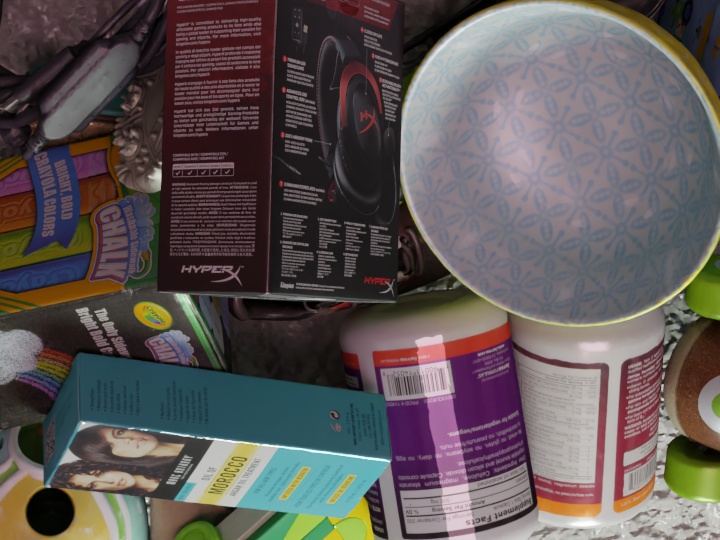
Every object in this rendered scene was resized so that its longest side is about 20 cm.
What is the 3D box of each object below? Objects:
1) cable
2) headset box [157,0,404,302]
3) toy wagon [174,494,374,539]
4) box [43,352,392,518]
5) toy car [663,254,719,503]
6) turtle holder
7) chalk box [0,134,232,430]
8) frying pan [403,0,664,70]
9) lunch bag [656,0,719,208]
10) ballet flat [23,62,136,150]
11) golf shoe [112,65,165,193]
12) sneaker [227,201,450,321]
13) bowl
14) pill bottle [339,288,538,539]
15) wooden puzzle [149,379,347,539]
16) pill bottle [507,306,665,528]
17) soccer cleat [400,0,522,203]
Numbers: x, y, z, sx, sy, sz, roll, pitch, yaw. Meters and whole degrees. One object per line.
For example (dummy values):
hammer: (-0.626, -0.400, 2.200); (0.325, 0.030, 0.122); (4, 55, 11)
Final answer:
cable: (-0.166, -0.172, 1.030); (0.200, 0.163, 0.051); (-46, 148, 12)
headset box: (-0.040, -0.083, 0.989); (0.075, 0.149, 0.200); (1, 88, 29)
toy wagon: (-0.068, 0.217, 1.192); (0.200, 0.040, 0.155); (-41, 132, -11)
box: (-0.088, 0.104, 1.087); (0.200, 0.049, 0.082); (9, 142, -22)
toy car: (0.318, 0.088, 1.172); (0.158, 0.200, 0.165); (-13, 116, -37)
turtle holder: (-0.212, 0.173, 1.156); (0.141, 0.186, 0.132); (20, 117, 13)
chalk box: (-0.148, 0.001, 1.083); (0.200, 0.124, 0.125); (-11, 144, 5)
frying pan: (0.103, -0.192, 1.089); (0.190, 0.031, 0.115); (-8, 77, -5)
lunch bag: (0.233, -0.146, 1.093); (0.094, 0.151, 0.200); (-4, 116, -8)
ballet flat: (-0.120, -0.089, 1.124); (0.200, 0.071, 0.065); (10, 141, -10)
golf shoe: (-0.075, -0.121, 1.054); (0.097, 0.078, 0.200); (37, 62, -34)
sneaker: (0.000, 0.000, 1.164); (0.200, 0.082, 0.077); (-15, 116, -1)
bowl: (0.133, -0.077, 1.058); (0.200, 0.108, 0.200); (9, 114, 21)
pill bottle: (0.055, 0.118, 1.168); (0.112, 0.112, 0.200); (-10, 98, -4)
wooden puzzle: (-0.058, 0.165, 1.229); (0.200, 0.046, 0.186); (-16, 123, -30)
pill bottle: (0.150, 0.065, 1.203); (0.109, 0.110, 0.200); (-4, 115, -7)
soccer cleat: (0.065, -0.108, 1.133); (0.200, 0.068, 0.081); (-38, 138, -4)
